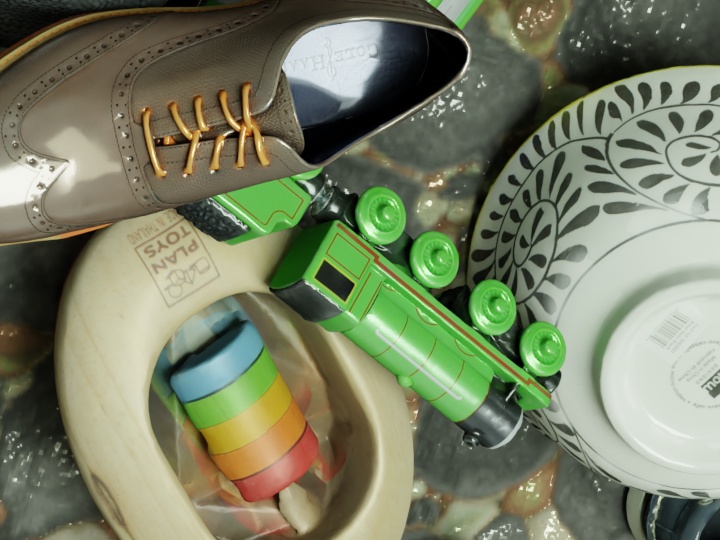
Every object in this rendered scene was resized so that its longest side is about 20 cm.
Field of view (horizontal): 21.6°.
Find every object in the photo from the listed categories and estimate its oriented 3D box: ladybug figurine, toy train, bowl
[{"bbox_3d":[-0.056,0.053,0.759,0.136,0.072,0.200,-32,111,-22],"label":"ladybug figurine"},{"bbox_3d":[0.000,0.000,0.723,0.200,0.042,0.056,39,63,-20],"label":"toy train"},{"bbox_3d":[0.143,0.024,0.784,0.201,0.094,0.201,2,115,4],"label":"bowl"}]

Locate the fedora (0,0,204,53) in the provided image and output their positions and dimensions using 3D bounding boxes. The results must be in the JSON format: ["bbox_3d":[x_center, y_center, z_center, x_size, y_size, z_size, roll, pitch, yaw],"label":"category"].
[{"bbox_3d":[-0.125,-0.142,0.662,0.200,0.092,0.201,-7,108,-21],"label":"fedora"}]

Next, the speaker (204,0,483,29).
[{"bbox_3d":[0.024,-0.149,0.731,0.088,0.088,0.200,37,89,-28],"label":"speaker"}]

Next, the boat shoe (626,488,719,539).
[{"bbox_3d":[0.225,0.089,0.905,0.200,0.062,0.075,-17,110,-19],"label":"boat shoe"}]

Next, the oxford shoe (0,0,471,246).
[{"bbox_3d":[-0.057,-0.056,0.631,0.200,0.073,0.071,-23,110,-19],"label":"oxford shoe"}]
